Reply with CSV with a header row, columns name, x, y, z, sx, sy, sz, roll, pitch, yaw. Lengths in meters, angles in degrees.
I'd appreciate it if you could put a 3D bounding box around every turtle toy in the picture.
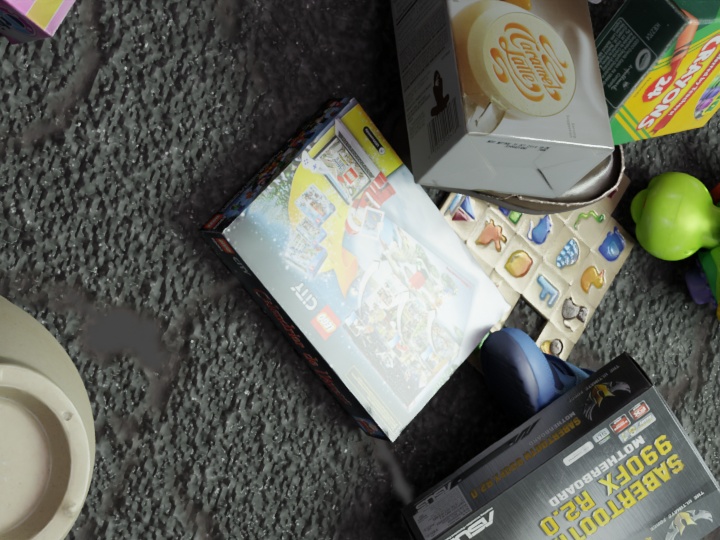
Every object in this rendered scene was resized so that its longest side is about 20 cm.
name,x,y,z,sx,sy,sz,roll,pitch,yaw
turtle toy,0.302,-0.020,1.381,0.200,0.101,0.146,23,81,-31

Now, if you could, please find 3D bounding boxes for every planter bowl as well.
name,x,y,z,sx,sy,sz,roll,pitch,yaw
planter bowl,-0.236,0.106,1.023,0.200,0.135,0.201,-3,95,-33

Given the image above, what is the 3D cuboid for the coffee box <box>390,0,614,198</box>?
name,x,y,z,sx,sy,sz,roll,pitch,yaw
coffee box,0.090,-0.159,1.194,0.114,0.080,0.201,5,65,-25

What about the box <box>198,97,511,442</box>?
name,x,y,z,sx,sy,sz,roll,pitch,yaw
box,0.000,0.000,1.220,0.137,0.038,0.200,-46,114,-19

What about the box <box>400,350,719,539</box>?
name,x,y,z,sx,sy,sz,roll,pitch,yaw
box,0.150,0.174,1.264,0.200,0.048,0.159,-35,125,2

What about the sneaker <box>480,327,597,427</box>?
name,x,y,z,sx,sy,sz,roll,pitch,yaw
sneaker,0.157,0.099,1.302,0.082,0.074,0.200,-42,127,-5

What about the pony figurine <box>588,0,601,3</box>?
name,x,y,z,sx,sy,sz,roll,pitch,yaw
pony figurine,0.207,-0.294,1.264,0.166,0.193,0.200,-27,104,18

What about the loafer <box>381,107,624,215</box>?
name,x,y,z,sx,sy,sz,roll,pitch,yaw
loafer,0.113,-0.079,1.264,0.199,0.071,0.073,1,89,-28

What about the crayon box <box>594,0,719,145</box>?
name,x,y,z,sx,sy,sz,roll,pitch,yaw
crayon box,0.240,-0.159,1.291,0.200,0.127,0.051,-15,59,-48

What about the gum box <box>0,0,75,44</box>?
name,x,y,z,sx,sy,sz,roll,pitch,yaw
gum box,-0.191,-0.253,1.066,0.113,0.066,0.200,38,73,-28

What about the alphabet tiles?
name,x,y,z,sx,sy,sz,roll,pitch,yaw
alphabet tiles,0.126,-0.019,1.324,0.167,0.008,0.200,41,71,-28
